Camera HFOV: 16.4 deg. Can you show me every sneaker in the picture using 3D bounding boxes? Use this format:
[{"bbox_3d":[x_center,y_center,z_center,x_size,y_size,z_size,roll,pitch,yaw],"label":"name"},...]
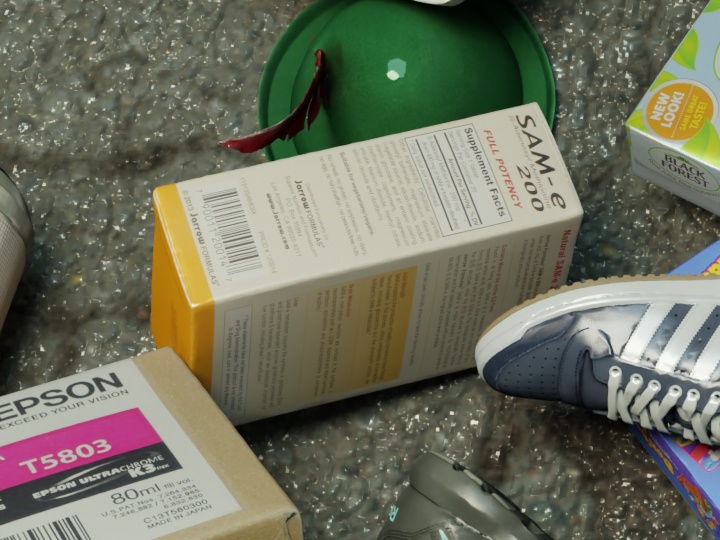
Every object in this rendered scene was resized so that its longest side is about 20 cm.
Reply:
[{"bbox_3d":[0.086,0.170,1.190,0.200,0.075,0.079,36,87,32],"label":"sneaker"},{"bbox_3d":[0.155,0.062,1.172,0.198,0.070,0.109,-6,59,4],"label":"sneaker"}]

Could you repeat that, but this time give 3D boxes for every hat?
[{"bbox_3d":[0.012,-0.120,1.287,0.164,0.176,0.201,-12,60,4],"label":"hat"}]

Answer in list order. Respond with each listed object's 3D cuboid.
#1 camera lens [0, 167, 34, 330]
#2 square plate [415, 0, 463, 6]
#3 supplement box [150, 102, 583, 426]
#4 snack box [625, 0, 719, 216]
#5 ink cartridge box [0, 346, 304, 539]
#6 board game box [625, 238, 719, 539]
[{"bbox_3d":[-0.265,0.025,1.273,0.159,0.160,0.201,10,64,16],"label":"camera lens"},{"bbox_3d":[0.050,-0.213,1.372,0.200,0.029,0.197,-45,37,-21],"label":"square plate"},{"bbox_3d":[0.000,0.000,1.231,0.198,0.126,0.074,-13,59,-14],"label":"supplement box"},{"bbox_3d":[0.252,-0.071,1.235,0.199,0.053,0.143,28,69,24],"label":"snack box"},{"bbox_3d":[-0.142,0.124,1.116,0.199,0.076,0.165,-18,32,-19],"label":"ink cartridge box"},{"bbox_3d":[0.227,0.035,1.240,0.199,0.045,0.135,-32,61,-7],"label":"board game box"}]
